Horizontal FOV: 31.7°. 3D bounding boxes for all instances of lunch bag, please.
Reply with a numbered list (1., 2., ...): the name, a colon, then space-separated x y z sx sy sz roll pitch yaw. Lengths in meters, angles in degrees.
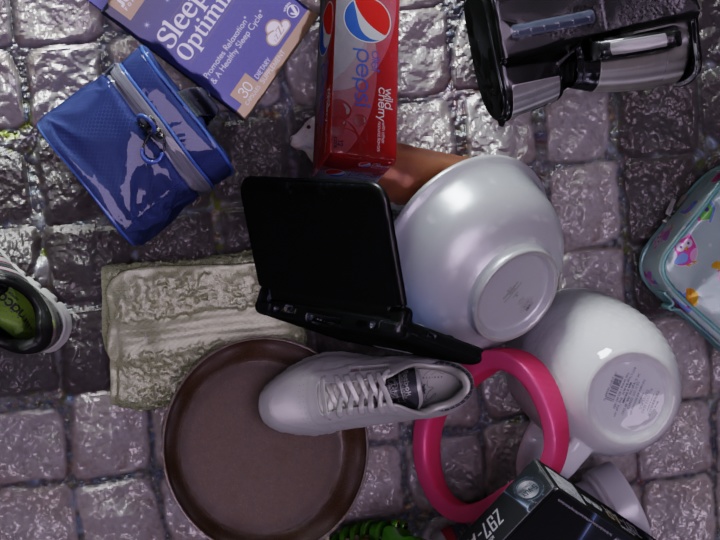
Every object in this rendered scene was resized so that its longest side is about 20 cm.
1. lunch bag: 0.382 0.002 1.273 0.200 0.077 0.161 40 92 -11
2. lunch bag: -0.186 -0.113 1.111 0.132 0.200 0.136 -39 96 -4

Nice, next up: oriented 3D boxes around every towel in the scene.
1. towel: -0.148 0.058 1.222 0.197 0.036 0.150 -6 99 -8

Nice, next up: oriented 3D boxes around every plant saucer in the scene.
1. plant saucer: -0.089 0.165 1.186 0.198 0.032 0.203 4 76 -17

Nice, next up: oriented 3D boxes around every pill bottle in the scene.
1. pill bottle: 0.180 0.274 1.258 0.198 0.120 0.121 -25 101 -5

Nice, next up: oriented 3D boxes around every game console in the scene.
1. game console: 0.000 0.000 1.133 0.175 0.199 0.118 21 81 -41

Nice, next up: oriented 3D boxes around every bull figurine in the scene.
1. bull figurine: 0.024 -0.079 1.216 0.198 0.065 0.123 12 100 -8

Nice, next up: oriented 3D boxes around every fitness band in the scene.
1. fitness band: 0.118 0.158 1.202 0.037 0.200 0.145 -2 63 -37

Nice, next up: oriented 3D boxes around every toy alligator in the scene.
1. toy alligator: 0.025 0.267 1.237 0.059 0.199 0.055 22 54 -45

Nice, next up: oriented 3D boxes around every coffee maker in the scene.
1. coffee maker: 0.201 -0.250 1.199 0.197 0.135 0.194 -11 76 -8

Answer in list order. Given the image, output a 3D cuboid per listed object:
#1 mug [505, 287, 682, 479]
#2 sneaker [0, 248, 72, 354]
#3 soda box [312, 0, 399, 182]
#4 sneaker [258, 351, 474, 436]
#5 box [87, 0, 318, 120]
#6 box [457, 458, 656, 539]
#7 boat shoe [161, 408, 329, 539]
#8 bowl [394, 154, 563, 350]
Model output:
1. mug: 0.214 0.124 1.214 0.147 0.175 0.201 34 92 -11
2. sneaker: -0.352 0.011 1.159 0.199 0.087 0.074 40 91 -11
3. soda box: -0.003 -0.184 1.155 0.063 0.070 0.203 6 73 -15
4. sneaker: 0.005 0.109 1.161 0.197 0.080 0.077 -9 89 -6
5. box: -0.153 -0.248 1.183 0.199 0.032 0.122 36 91 -10
6. box: 0.175 0.280 1.161 0.199 0.044 0.160 36 101 -32
7. boat shoe: -0.114 0.206 1.231 0.075 0.068 0.200 -45 96 0
8. bowl: 0.120 0.003 1.180 0.199 0.090 0.203 -18 128 -24
